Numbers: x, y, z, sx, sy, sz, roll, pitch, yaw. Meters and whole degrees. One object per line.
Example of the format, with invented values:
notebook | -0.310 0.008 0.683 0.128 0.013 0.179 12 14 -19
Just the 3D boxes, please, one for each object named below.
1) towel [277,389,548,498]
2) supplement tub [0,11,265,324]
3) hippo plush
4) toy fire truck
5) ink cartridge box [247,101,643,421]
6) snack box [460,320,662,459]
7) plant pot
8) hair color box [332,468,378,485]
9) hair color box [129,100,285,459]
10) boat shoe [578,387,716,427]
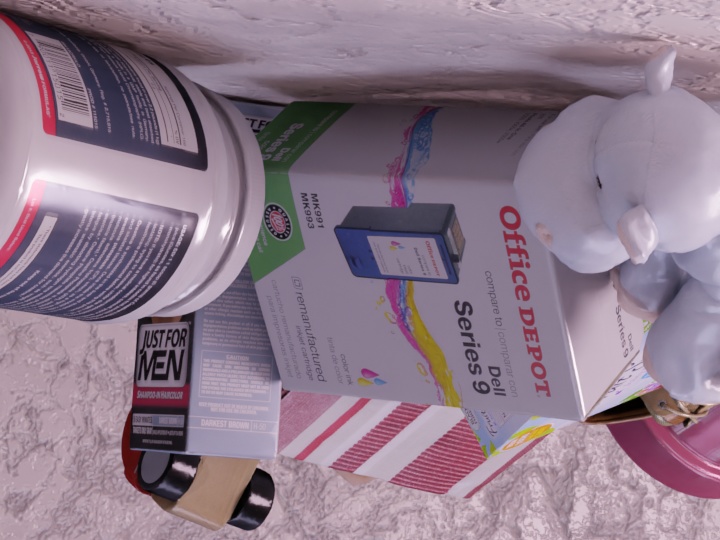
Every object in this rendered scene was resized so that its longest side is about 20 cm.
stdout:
towel | 0.034 0.091 1.521 0.199 0.023 0.144 17 137 -33
supplement tub | -0.155 -0.048 1.140 0.139 0.142 0.199 1 173 36
hippo plush | 0.163 -0.015 1.103 0.160 0.161 0.199 11 170 -43
toy fire truck | -0.131 0.072 1.708 0.128 0.177 0.200 25 -176 -33
ink cartridge box | 0.041 -0.008 1.250 0.199 0.146 0.088 4 -148 31
snack box | 0.165 0.026 1.411 0.168 0.068 0.200 -19 161 -31
plant pot | 0.298 0.055 1.732 0.198 0.202 0.179 7 159 -24
hair color box | 0.038 0.091 1.733 0.199 0.065 0.109 -19 130 42
hair color box | -0.086 0.007 1.348 0.060 0.202 0.099 6 175 -25
boat shoe | 0.226 0.075 1.620 0.075 0.074 0.199 27 155 -33
